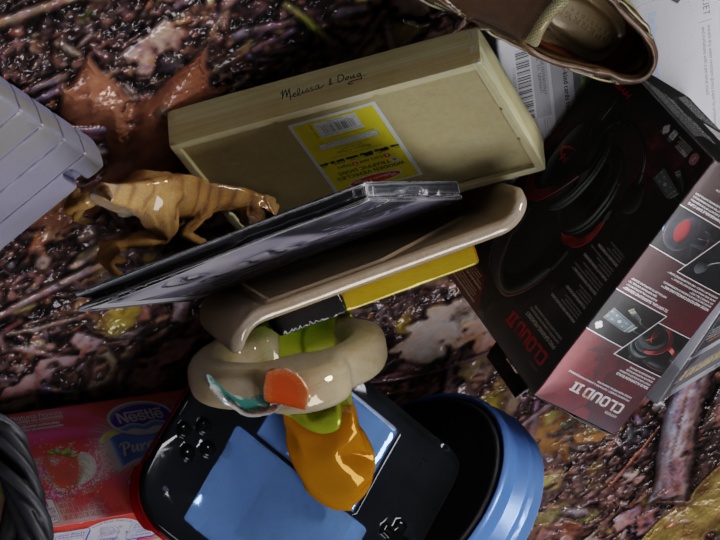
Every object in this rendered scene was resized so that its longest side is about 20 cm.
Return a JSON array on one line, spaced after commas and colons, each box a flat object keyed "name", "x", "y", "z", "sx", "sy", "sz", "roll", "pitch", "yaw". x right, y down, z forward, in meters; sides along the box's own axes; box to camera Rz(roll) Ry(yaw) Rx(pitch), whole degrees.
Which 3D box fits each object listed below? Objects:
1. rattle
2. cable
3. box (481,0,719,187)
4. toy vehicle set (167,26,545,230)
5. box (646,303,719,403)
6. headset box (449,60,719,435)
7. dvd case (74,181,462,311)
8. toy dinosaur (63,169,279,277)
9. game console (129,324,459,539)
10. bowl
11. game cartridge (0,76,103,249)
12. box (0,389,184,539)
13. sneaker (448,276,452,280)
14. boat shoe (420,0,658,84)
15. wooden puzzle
[{"name": "rattle", "x": -0.042, "y": 0.104, "z": 1.691, "sx": 0.130, "sy": 0.200, "sz": 0.143, "roll": 5, "pitch": 103, "yaw": -8}, {"name": "cable", "x": -0.251, "y": 0.167, "z": 1.763, "sx": 0.051, "sy": 0.163, "sz": 0.200, "roll": -17, "pitch": 143, "yaw": -38}, {"name": "box", "x": 0.177, "y": -0.118, "z": 1.752, "sx": 0.200, "sy": 0.041, "sz": 0.156, "roll": -18, "pitch": 126, "yaw": -12}, {"name": "toy vehicle set", "x": -0.001, "y": -0.079, "z": 1.678, "sx": 0.200, "sy": 0.027, "sz": 0.124, "roll": -14, "pitch": 147, "yaw": 15}, {"name": "box", "x": 0.261, "y": -0.004, "z": 1.880, "sx": 0.200, "sy": 0.048, "sz": 0.159, "roll": -22, "pitch": 148, "yaw": -58}, {"name": "headset box", "x": 0.149, "y": -0.009, "z": 1.690, "sx": 0.075, "sy": 0.149, "sz": 0.200, "roll": 27, "pitch": 108, "yaw": -33}, {"name": "dvd case", "x": -0.054, "y": -0.014, "z": 1.666, "sx": 0.200, "sy": 0.016, "sz": 0.149, "roll": -20, "pitch": 174, "yaw": 22}, {"name": "toy dinosaur", "x": -0.129, "y": -0.042, "z": 1.637, "sx": 0.106, "sy": 0.061, "sz": 0.200, "roll": -27, "pitch": 165, "yaw": 31}, {"name": "game console", "x": -0.042, "y": 0.138, "z": 1.813, "sx": 0.200, "sy": 0.031, "sz": 0.177, "roll": 40, "pitch": 67, "yaw": -20}, {"name": "bowl", "x": 0.034, "y": 0.169, "z": 1.915, "sx": 0.200, "sy": 0.201, "sz": 0.039, "roll": -36, "pitch": 123, "yaw": 12}, {"name": "game cartridge", "x": -0.264, "y": -0.036, "z": 1.616, "sx": 0.200, "sy": 0.038, "sz": 0.130, "roll": -37, "pitch": 138, "yaw": 13}, {"name": "box", "x": -0.150, "y": 0.148, "z": 1.843, "sx": 0.200, "sy": 0.096, "sz": 0.100, "roll": -7, "pitch": 143, "yaw": -30}, {"name": "sneaker", "x": 0.151, "y": -0.026, "z": 1.852, "sx": 0.200, "sy": 0.080, "sz": 0.086, "roll": -3, "pitch": 127, "yaw": -37}, {"name": "boat shoe", "x": 0.096, "y": -0.165, "z": 1.618, "sx": 0.202, "sy": 0.075, "sz": 0.075, "roll": 21, "pitch": 107, "yaw": -30}, {"name": "wooden puzzle", "x": 0.000, "y": 0.000, "z": 1.726, "sx": 0.200, "sy": 0.037, "sz": 0.185, "roll": -25, "pitch": -172, "yaw": -7}]
